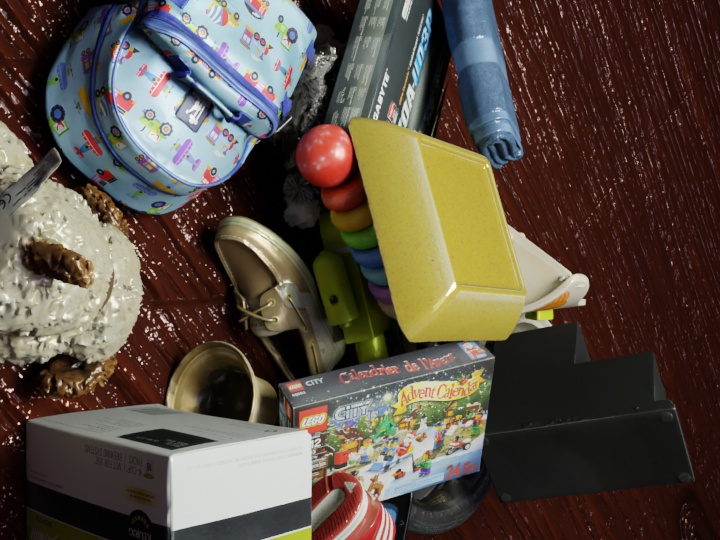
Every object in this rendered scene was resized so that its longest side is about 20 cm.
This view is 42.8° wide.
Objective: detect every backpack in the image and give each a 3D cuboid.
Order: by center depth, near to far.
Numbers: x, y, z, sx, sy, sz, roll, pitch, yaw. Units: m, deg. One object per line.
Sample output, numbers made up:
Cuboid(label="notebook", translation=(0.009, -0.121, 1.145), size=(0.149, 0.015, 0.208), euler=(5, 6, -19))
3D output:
Cuboid(label="backpack", translation=(-0.149, -0.153, 0.754), size=(0.183, 0.134, 0.201), euler=(44, 60, -38))

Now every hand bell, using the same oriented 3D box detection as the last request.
Cuboid(label="hand bell", translation=(-0.079, 0.135, 0.871), size=(0.199, 0.103, 0.105), euler=(23, 73, -55))

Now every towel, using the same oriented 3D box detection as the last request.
Cuboid(label="towel", translation=(0.118, -0.210, 0.925), size=(0.112, 0.048, 0.202), euler=(25, 54, -71))

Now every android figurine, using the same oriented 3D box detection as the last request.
Cuboid(label="android figurine", translation=(0.000, 0.000, 0.936), size=(0.182, 0.041, 0.202), euler=(-30, 106, -71))

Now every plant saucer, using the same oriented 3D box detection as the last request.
Cuboid(label="plant saucer", translation=(0.084, -0.039, 0.831), size=(0.199, 0.048, 0.202), euler=(5, 68, -55))

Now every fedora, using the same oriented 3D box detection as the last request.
Cuboid(label="fedora", translation=(0.065, 0.187, 1.009), size=(0.199, 0.091, 0.203), euler=(6, 81, -41))

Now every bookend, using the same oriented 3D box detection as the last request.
Cuboid(label="bookend", translation=(0.239, 0.135, 0.980), size=(0.200, 0.197, 0.093), euler=(-65, 137, -56))

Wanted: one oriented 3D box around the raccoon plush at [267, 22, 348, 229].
Cuboid(label="raccoon plush", translation=(-0.041, -0.146, 0.916), size=(0.134, 0.096, 0.202), euler=(-8, 105, -56))

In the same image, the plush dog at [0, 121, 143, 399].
Cuboid(label="plush dog", translation=(-0.222, 0.004, 0.680), size=(0.172, 0.159, 0.202), euler=(35, 61, -67))

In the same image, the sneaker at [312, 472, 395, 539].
Cuboid(label="sneaker", translation=(-0.048, 0.276, 0.812), size=(0.200, 0.079, 0.116), euler=(-39, 130, 6))

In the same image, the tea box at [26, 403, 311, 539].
Cuboid(label="tea box", translation=(-0.149, 0.215, 0.699), size=(0.133, 0.199, 0.199), euler=(1, 90, -47))

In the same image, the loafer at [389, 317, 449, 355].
Cuboid(label="loafer", translation=(0.082, 0.115, 0.928), size=(0.072, 0.063, 0.202), euler=(-22, 98, -41))

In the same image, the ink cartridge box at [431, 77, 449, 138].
Cuboid(label="ink cartridge box", translation=(0.084, -0.087, 1.012), size=(0.146, 0.048, 0.202), euler=(104, 3, -73))

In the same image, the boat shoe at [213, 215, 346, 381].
Cuboid(label="boat shoe", translation=(-0.079, 0.037, 0.872), size=(0.201, 0.074, 0.067), euler=(56, 47, -31))

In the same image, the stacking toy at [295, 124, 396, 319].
Cuboid(label="stacking toy", translation=(0.009, -0.048, 0.831), size=(0.200, 0.085, 0.086), euler=(53, 54, -34))

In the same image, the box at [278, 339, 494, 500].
Cuboid(label="box", translation=(0.023, 0.147, 0.842), size=(0.198, 0.038, 0.138), euler=(-11, 123, -23))

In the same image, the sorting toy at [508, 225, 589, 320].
Cuboid(label="sorting toy", translation=(0.193, 0.002, 1.116), size=(0.179, 0.200, 0.107), euler=(10, 117, -53))

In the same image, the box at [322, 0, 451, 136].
Cuboid(label="box", translation=(0.033, -0.183, 0.909), size=(0.159, 0.046, 0.202), euler=(44, 58, -62))

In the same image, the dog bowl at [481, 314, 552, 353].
Cuboid(label="dog bowl", translation=(0.178, 0.147, 1.155), size=(0.199, 0.073, 0.202), euler=(-1, 91, -48))

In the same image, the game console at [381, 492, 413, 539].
Cuboid(label="game console", translation=(-0.061, 0.274, 0.858), size=(0.175, 0.116, 0.202), euler=(27, 69, -44))
